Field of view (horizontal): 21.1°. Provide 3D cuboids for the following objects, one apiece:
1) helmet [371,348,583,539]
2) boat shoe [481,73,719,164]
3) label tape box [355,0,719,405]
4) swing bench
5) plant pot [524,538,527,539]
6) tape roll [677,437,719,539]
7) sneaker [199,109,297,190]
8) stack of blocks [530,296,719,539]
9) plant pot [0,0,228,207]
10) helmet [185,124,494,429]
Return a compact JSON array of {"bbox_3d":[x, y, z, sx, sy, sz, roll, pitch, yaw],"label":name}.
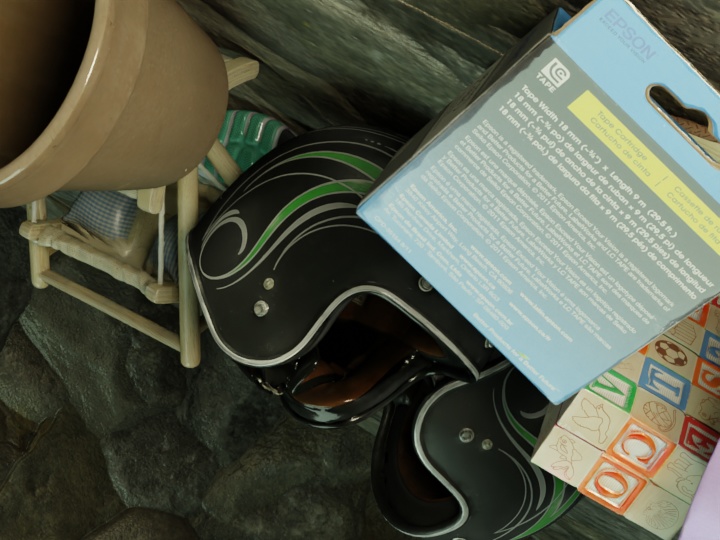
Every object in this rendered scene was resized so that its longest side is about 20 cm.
[{"bbox_3d":[0.094,0.106,1.433,0.200,0.200,0.191,22,142,44],"label":"helmet"},{"bbox_3d":[0.127,-0.042,1.000,0.202,0.075,0.075,21,168,45],"label":"boat shoe"},{"bbox_3d":[0.113,-0.043,0.912,0.144,0.063,0.200,44,134,-7],"label":"label tape box"},{"bbox_3d":[-0.164,-0.069,1.406,0.199,0.130,0.200,23,140,41],"label":"swing bench"},{"bbox_3d":[0.125,0.158,1.732,0.187,0.200,0.187,29,172,5],"label":"plant pot"},{"bbox_3d":[0.231,0.088,0.983,0.066,0.200,0.200,28,171,19],"label":"tape roll"},{"bbox_3d":[-0.083,-0.091,1.507,0.200,0.074,0.088,29,-167,34],"label":"sneaker"},{"bbox_3d":[0.151,0.045,1.077,0.115,0.059,0.200,29,-146,-1],"label":"stack of blocks"},{"bbox_3d":[-0.179,-0.127,1.220,0.200,0.200,0.175,24,-176,36],"label":"plant pot"},{"bbox_3d":[0.000,0.000,1.283,0.200,0.191,0.200,62,-173,-14],"label":"helmet"}]
